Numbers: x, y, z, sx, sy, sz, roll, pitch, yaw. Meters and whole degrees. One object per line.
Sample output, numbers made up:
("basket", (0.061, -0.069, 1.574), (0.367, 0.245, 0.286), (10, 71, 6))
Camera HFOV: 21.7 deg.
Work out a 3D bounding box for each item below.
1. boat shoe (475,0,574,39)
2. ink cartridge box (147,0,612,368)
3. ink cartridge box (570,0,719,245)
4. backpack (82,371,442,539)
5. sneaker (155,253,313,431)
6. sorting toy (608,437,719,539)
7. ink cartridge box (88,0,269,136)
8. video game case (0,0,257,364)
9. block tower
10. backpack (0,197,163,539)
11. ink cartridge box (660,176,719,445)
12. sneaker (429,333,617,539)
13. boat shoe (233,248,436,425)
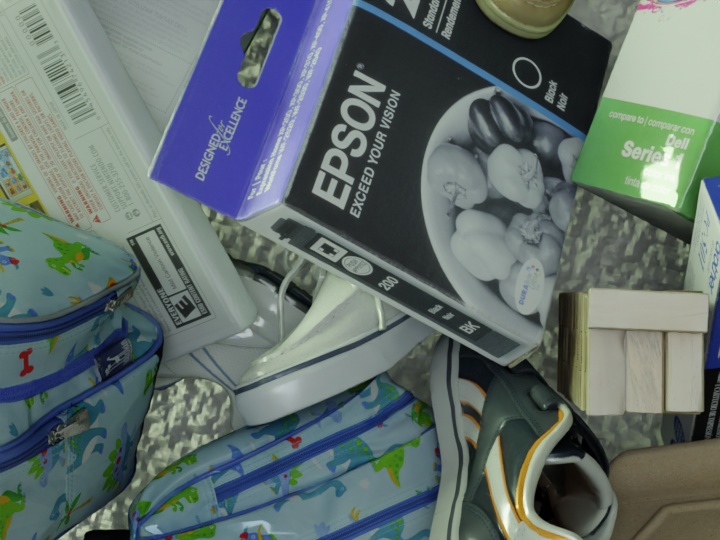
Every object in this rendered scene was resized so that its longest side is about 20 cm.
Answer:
("boat shoe", (0.107, -0.214, 0.952), (0.073, 0.063, 0.202), (22, 71, -16))
("ink cartridge box", (0.018, -0.081, 0.915), (0.199, 0.043, 0.200), (27, 55, -14))
("ink cartridge box", (0.211, -0.105, 0.930), (0.144, 0.084, 0.202), (23, 88, -37))
("backpack", (-0.038, 0.135, 0.931), (0.198, 0.163, 0.155), (-9, 75, -7))
("sneaker", (-0.109, 0.010, 0.978), (0.199, 0.075, 0.088), (34, 94, 3))
("sorting toy", (0.184, 0.151, 0.830), (0.183, 0.201, 0.037), (-11, 125, 24))
("ink cartridge box", (-0.101, -0.153, 0.979), (0.103, 0.059, 0.201), (26, 75, 3))
("video game case", (-0.168, -0.032, 0.939), (0.181, 0.023, 0.201), (-21, 104, 31))
("block tower", (0.127, 0.037, 0.902), (0.053, 0.200, 0.059), (1, 88, 3))
("backpack", (-0.204, 0.049, 0.861), (0.181, 0.200, 0.148), (21, 118, 15))
("ink cartridge box", (0.202, 0.030, 0.903), (0.093, 0.201, 0.045), (-9, 51, -4))
("sneaker", (0.080, 0.090, 0.900), (0.079, 0.201, 0.079), (-25, 123, 20))
("boat shoe", (0.003, -0.001, 0.929), (0.201, 0.074, 0.087), (-32, 98, -34))
